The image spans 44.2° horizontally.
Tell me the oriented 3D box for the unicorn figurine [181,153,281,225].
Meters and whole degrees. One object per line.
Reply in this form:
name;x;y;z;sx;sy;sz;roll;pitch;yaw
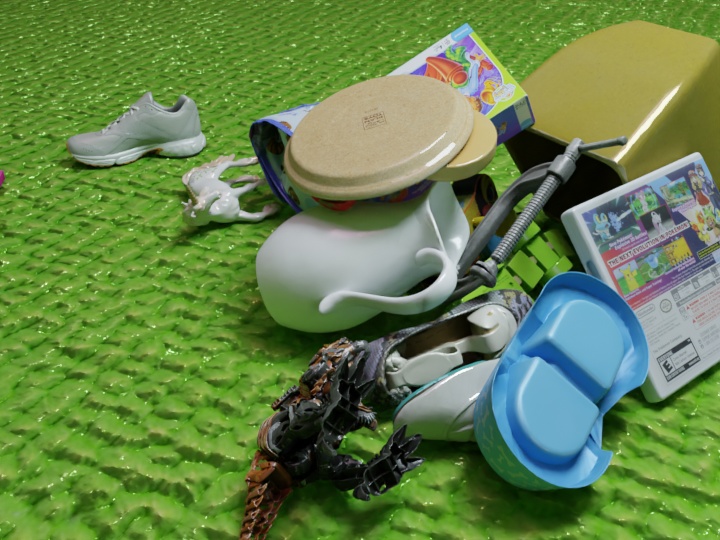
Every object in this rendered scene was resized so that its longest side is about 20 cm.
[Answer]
unicorn figurine;-0.173;-0.096;1.111;0.136;0.075;0.199;-16;16;-22

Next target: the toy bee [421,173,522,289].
toy bee;0.114;-0.065;0.986;0.129;0.110;0.200;-12;21;20

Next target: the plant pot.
plant pot;0.298;-0.157;0.973;0.200;0.196;0.194;-48;43;-6

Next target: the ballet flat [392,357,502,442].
ballet flat;0.120;0.106;0.745;0.198;0.070;0.069;-19;34;-30

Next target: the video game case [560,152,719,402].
video game case;0.293;0.000;0.828;0.198;0.184;0.023;-22;-5;-32

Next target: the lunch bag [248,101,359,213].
lunch bag;-0.018;-0.136;1.089;0.169;0.125;0.200;-24;56;-36

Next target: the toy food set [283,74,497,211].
toy food set;0.020;-0.127;0.862;0.198;0.049;0.198;-27;39;-8

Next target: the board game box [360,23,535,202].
board game box;0.065;-0.157;0.942;0.198;0.045;0.135;-33;53;3

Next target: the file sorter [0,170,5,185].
file sorter;-0.553;-0.129;1.117;0.136;0.127;0.201;-5;30;-6

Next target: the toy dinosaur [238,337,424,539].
toy dinosaur;-0.033;0.133;0.684;0.135;0.102;0.203;-14;53;43

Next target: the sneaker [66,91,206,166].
sneaker;-0.327;-0.211;1.285;0.197;0.093;0.076;-10;30;-15

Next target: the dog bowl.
dog bowl;0.158;0.090;0.711;0.111;0.050;0.200;40;51;-1

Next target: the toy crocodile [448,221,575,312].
toy crocodile;0.158;0.010;0.909;0.068;0.062;0.199;46;51;8

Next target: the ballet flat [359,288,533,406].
ballet flat;0.087;0.071;0.788;0.198;0.073;0.072;-20;34;-21

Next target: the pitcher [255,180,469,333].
pitcher;0.000;0.000;0.836;0.197;0.122;0.172;-18;27;17

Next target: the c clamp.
c clamp;0.143;-0.047;0.837;0.201;0.027;0.171;-52;13;-7
